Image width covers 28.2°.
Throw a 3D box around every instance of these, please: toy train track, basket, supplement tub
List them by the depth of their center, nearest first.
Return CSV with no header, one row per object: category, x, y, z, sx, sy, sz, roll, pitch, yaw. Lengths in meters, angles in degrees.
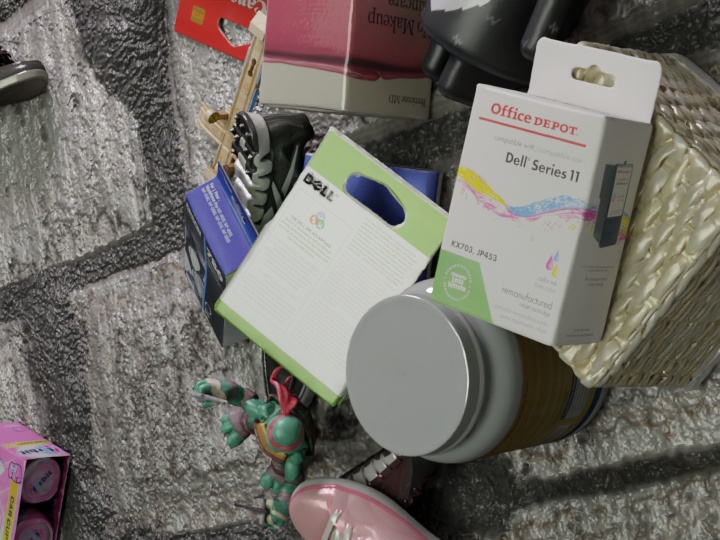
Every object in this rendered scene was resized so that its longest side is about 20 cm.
basket,0.213,-0.041,1.085,0.199,0.160,0.201,51,119,29
supplement tub,0.097,0.077,1.157,0.144,0.199,0.146,2,93,40
toy train track,-0.127,-0.165,1.438,0.115,0.032,0.201,42,125,31

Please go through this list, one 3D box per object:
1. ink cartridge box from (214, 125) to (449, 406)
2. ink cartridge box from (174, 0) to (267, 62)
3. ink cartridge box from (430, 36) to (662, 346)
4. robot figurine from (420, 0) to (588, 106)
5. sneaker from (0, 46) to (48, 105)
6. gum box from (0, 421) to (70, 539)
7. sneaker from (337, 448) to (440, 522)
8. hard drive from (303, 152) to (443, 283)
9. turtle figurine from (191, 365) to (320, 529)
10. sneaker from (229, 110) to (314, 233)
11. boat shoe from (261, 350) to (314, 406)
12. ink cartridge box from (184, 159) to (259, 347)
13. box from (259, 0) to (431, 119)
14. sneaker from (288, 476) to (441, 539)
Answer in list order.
ink cartridge box,-0.013,-0.004,1.281,0.147,0.076,0.201,37,104,13
ink cartridge box,-0.121,-0.303,1.444,0.199,0.044,0.178,27,107,37
ink cartridge box,0.129,-0.060,1.008,0.117,0.067,0.202,20,102,40
robot figurine,0.123,-0.233,1.180,0.150,0.124,0.201,35,113,21
sneaker,-0.447,-0.251,1.704,0.199,0.074,0.107,-7,88,42
gum box,-0.415,0.294,1.691,0.113,0.066,0.202,21,105,40
sneaker,0.048,0.213,1.301,0.200,0.075,0.116,-37,83,35
hard drive,0.000,0.000,1.329,0.131,0.025,0.202,9,97,19
turtle figurine,-0.086,0.160,1.326,0.200,0.100,0.151,119,129,-80
sneaker,-0.084,-0.076,1.400,0.067,0.090,0.201,56,149,36
boat shoe,-0.074,0.045,1.393,0.070,0.066,0.202,20,103,39
ink cartridge box,-0.137,-0.012,1.397,0.100,0.039,0.201,61,160,24
box,-0.005,-0.241,1.290,0.108,0.127,0.202,9,98,39
sneaker,0.010,0.257,1.236,0.199,0.105,0.076,30,121,14
